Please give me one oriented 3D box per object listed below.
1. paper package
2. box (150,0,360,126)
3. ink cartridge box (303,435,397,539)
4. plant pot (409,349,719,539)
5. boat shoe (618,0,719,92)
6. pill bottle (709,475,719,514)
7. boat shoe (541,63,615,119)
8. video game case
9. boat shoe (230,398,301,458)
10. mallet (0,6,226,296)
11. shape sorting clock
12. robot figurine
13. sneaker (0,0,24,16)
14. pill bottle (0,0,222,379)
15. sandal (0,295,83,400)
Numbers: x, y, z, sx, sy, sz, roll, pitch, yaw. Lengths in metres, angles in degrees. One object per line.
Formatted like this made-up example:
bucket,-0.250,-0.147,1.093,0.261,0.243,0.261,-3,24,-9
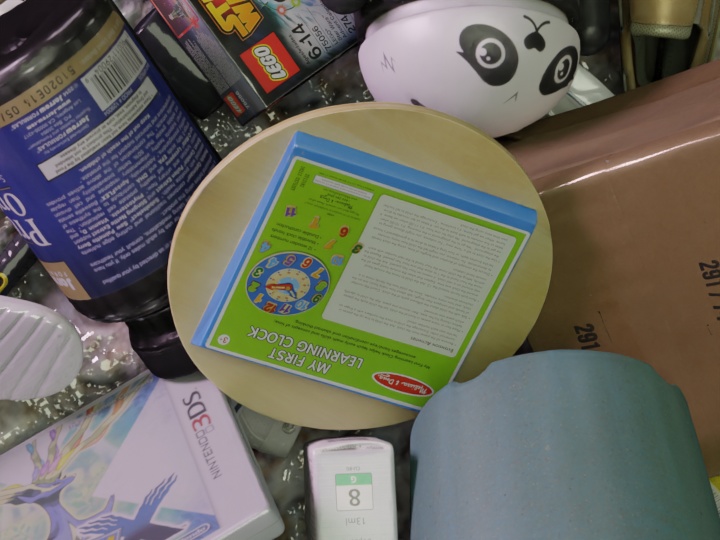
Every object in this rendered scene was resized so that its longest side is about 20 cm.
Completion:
paper package,0.180,0.001,1.278,0.191,0.103,0.200,-17,114,26
box,-0.070,-0.199,1.323,0.137,0.040,0.200,-39,95,-29
ink cartridge box,-0.003,0.190,1.272,0.050,0.161,0.200,-4,87,-3
plant pot,0.105,0.159,1.193,0.200,0.200,0.196,2,53,-10
boat shoe,0.172,-0.155,1.309,0.072,0.200,0.076,3,43,14
pill bottle,0.251,0.122,1.348,0.200,0.112,0.112,-33,93,-11
boat shoe,0.133,-0.053,1.360,0.066,0.072,0.200,-46,102,-12
video game case,-0.148,0.132,1.228,0.200,0.182,0.022,-31,120,0
boat shoe,-0.005,0.017,1.326,0.086,0.075,0.202,32,85,-7
mallet,-0.141,-0.052,1.327,0.066,0.041,0.200,33,87,-10
shape sorting clock,0.000,0.000,1.224,0.200,0.039,0.200,-5,121,-8
robot figurine,0.057,-0.170,1.281,0.150,0.125,0.200,-5,74,9
sneaker,-0.250,-0.132,1.292,0.200,0.066,0.091,27,80,-10
pill bottle,-0.130,-0.045,1.254,0.112,0.112,0.200,-38,112,-10
sandal,-0.249,0.027,1.286,0.207,0.059,0.079,10,117,1
